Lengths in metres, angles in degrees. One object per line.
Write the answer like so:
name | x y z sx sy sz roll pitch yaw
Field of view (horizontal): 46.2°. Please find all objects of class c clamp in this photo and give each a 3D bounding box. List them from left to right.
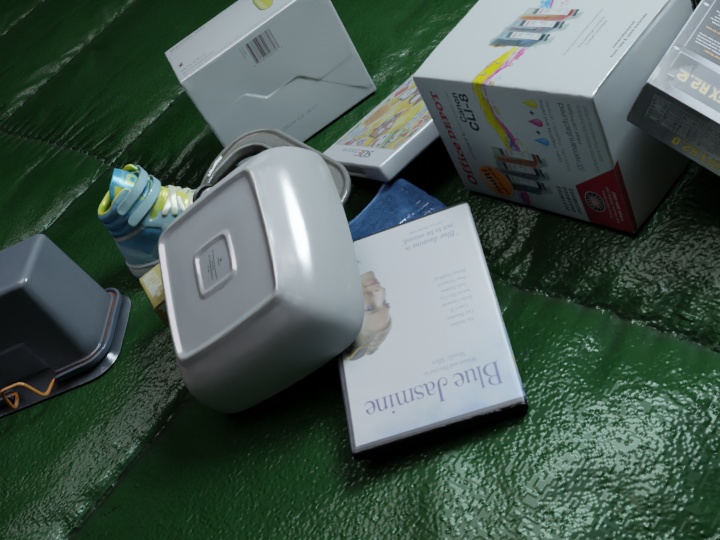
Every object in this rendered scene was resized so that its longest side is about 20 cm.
c clamp | -0.098 -0.064 0.834 0.171 0.027 0.199 -44 53 -11

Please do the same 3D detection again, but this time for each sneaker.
sneaker | -0.207 -0.075 0.948 0.197 0.132 0.080 -23 37 13

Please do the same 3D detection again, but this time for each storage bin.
storage bin | -0.379 0.062 0.925 0.197 0.135 0.147 -22 39 16

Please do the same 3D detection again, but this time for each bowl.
bowl | -0.102 0.001 0.733 0.198 0.074 0.203 -31 59 28

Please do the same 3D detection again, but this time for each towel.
towel | 0.000 0.000 0.789 0.199 0.049 0.111 -42 40 -10

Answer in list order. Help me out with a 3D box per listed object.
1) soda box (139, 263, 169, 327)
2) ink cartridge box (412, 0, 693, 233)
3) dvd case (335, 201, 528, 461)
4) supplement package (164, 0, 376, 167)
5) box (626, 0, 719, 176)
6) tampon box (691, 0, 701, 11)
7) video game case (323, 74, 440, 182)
soda box | -0.128 -0.016 0.881 0.199 0.068 0.064 -39 39 -6
ink cartridge box | 0.176 -0.151 0.743 0.145 0.146 0.198 -48 39 -18
dvd case | 0.045 0.043 0.694 0.140 0.018 0.203 -18 53 9
supplement package | -0.111 -0.244 1.037 0.198 0.157 0.111 -35 37 -2
box | 0.319 -0.124 0.612 0.198 0.049 0.159 33 69 14
tampon box | 0.357 -0.289 0.773 0.149 0.127 0.200 -34 37 -3
video game case | 0.059 -0.172 0.906 0.199 0.023 0.181 -42 22 -11
